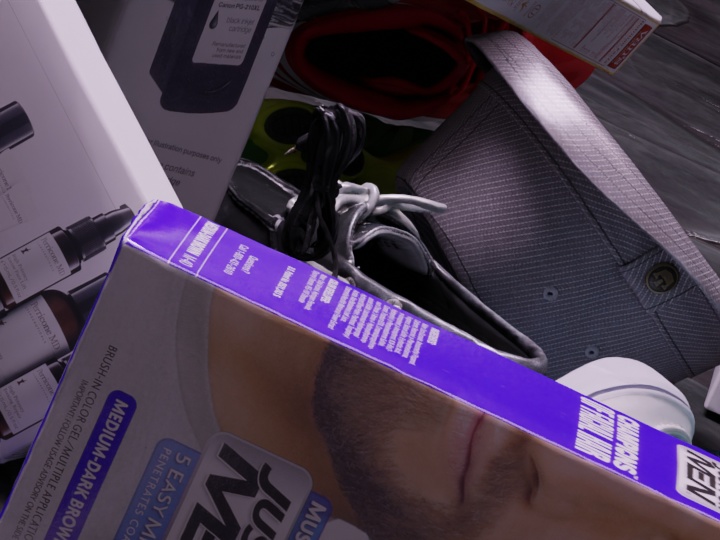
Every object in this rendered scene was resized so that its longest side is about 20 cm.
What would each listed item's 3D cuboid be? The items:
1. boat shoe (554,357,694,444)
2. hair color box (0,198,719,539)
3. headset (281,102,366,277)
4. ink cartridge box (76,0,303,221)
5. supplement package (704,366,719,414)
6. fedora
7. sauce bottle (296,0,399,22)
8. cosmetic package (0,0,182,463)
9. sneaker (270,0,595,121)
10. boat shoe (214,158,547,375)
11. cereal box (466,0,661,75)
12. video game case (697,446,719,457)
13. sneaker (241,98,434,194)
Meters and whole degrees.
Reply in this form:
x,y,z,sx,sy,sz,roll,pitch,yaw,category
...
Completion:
x,y,z,sx,sy,sz,roll,pitch,yaw,category
0.068,0.078,1.012,0.066,0.072,0.200,37,20,27,boat shoe
0.005,0.073,0.846,0.200,0.109,0.065,24,15,-1,hair color box
-0.076,-0.008,1.028,0.123,0.094,0.200,35,28,31,headset
-0.096,-0.117,1.139,0.084,0.200,0.145,14,13,-43,ink cartridge box
0.248,0.018,1.421,0.120,0.121,0.200,26,14,5,supplement package
0.083,-0.002,1.211,0.200,0.090,0.177,50,2,-40,fedora
-0.081,-0.113,1.241,0.200,0.065,0.065,-12,3,20,sauce bottle
-0.118,-0.048,0.914,0.200,0.083,0.051,62,6,4,cosmetic package
0.040,-0.089,1.309,0.200,0.078,0.116,-3,20,-29,sneaker
-0.002,0.000,1.139,0.074,0.068,0.199,2,32,-39,boat shoe
0.040,-0.155,1.240,0.144,0.040,0.200,46,12,19,cereal box
0.158,0.107,1.164,0.200,0.018,0.143,13,20,-39,video game case
-0.023,-0.037,1.298,0.084,0.074,0.200,11,2,38,sneaker
